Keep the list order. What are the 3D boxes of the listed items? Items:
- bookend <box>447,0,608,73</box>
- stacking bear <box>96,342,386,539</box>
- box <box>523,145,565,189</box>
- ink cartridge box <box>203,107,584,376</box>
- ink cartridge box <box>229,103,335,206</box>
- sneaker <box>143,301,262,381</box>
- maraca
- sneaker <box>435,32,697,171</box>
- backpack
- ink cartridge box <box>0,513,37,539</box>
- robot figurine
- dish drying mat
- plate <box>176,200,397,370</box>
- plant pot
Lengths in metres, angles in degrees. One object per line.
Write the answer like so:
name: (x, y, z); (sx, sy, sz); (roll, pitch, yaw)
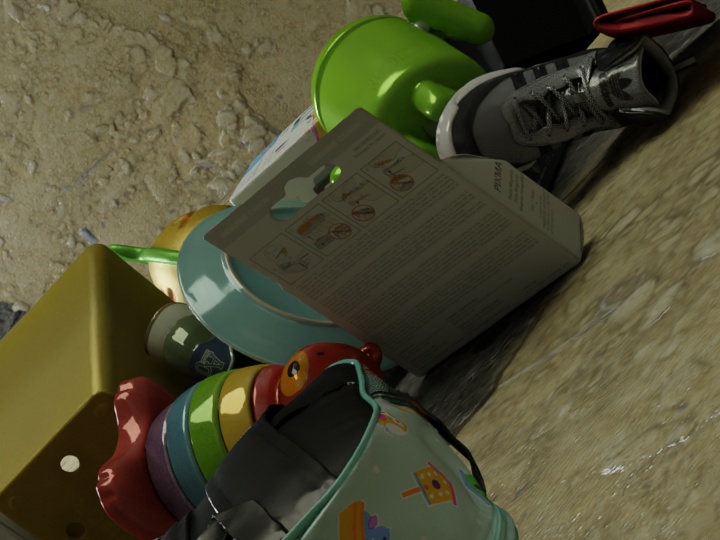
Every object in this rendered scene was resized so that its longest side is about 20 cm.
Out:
bookend: (0.081, -0.183, 1.675); (0.199, 0.093, 0.199); (-23, -8, -16)
stacking bear: (-0.067, 0.111, 1.364); (0.199, 0.114, 0.122); (-26, 38, 30)
box: (0.096, -0.067, 1.626); (0.157, 0.051, 0.200); (-39, 10, 27)
ink cartridge box: (0.024, -0.027, 1.300); (0.162, 0.199, 0.057); (-37, 30, 33)
ink cartridge box: (0.004, -0.099, 1.871); (0.200, 0.146, 0.147); (-41, 9, 16)
sneaker: (-0.079, 0.070, 1.592); (0.199, 0.090, 0.068); (4, -70, -53)
maraca: (-0.130, -0.004, 1.711); (0.199, 0.137, 0.108); (7, 83, 41)
sneaker: (0.153, -0.124, 1.426); (0.199, 0.076, 0.114); (-23, 6, -32)
backpack: (-0.012, 0.140, 0.821); (0.176, 0.153, 0.200); (-46, -1, -2)
ink cartridge box: (-0.341, 0.259, 1.705); (0.148, 0.144, 0.200); (-56, 9, 1)
robot figurine: (0.033, -0.132, 1.550); (0.200, 0.115, 0.177); (41, 114, 56)
dish drying mat: (0.223, -0.188, 1.478); (0.076, 0.018, 0.200); (-13, 2, 15)
plate: (-0.037, 0.003, 1.465); (0.200, 0.199, 0.026); (-55, -16, -51)
plant pot: (-0.204, 0.138, 1.604); (0.200, 0.200, 0.177); (-45, 23, 12)
